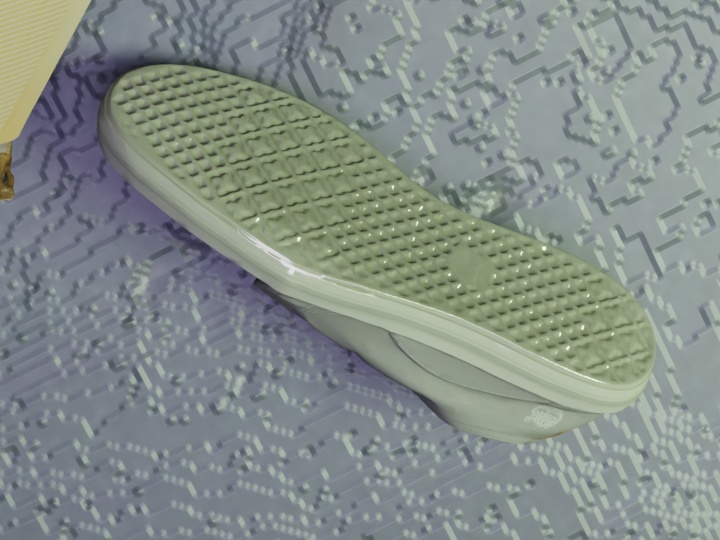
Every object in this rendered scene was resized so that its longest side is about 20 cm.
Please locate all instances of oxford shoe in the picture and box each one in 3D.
[{"bbox_3d":[0.000,0.000,0.923,0.199,0.075,0.058,28,137,-10],"label":"oxford shoe"}]

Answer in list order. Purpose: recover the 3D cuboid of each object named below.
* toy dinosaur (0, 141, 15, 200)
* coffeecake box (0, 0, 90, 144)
[{"bbox_3d":[-0.086,-0.116,0.857,0.200,0.060,0.106,-57,148,-11],"label":"toy dinosaur"},{"bbox_3d":[-0.151,-0.146,0.765,0.200,0.073,0.154,45,127,15],"label":"coffeecake box"}]
